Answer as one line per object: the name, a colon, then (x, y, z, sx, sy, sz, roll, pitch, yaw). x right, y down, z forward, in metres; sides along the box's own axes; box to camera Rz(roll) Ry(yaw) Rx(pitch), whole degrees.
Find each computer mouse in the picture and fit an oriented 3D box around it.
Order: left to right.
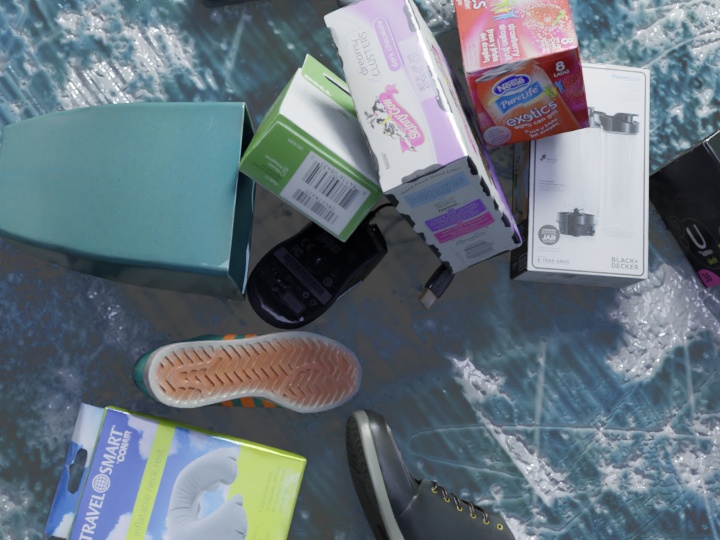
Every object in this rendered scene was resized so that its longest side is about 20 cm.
computer mouse: (0.000, 0.000, 0.982, 0.140, 0.046, 0.200, 40, 67, 4)

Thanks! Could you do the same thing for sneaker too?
sneaker: (-0.098, 0.084, 0.944, 0.199, 0.080, 0.072, 5, 89, -28)
sneaker: (0.062, 0.201, 0.949, 0.106, 0.075, 0.201, -21, 93, -15)

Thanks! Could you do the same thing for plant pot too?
plant pot: (-0.195, -0.062, 0.919, 0.199, 0.141, 0.142, 5, 80, 0)

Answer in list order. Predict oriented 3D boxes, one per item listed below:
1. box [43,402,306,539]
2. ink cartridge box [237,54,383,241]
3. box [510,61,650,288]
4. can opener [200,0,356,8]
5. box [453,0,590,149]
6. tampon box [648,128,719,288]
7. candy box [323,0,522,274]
box: (-0.157, 0.192, 0.927, 0.199, 0.048, 0.122, 15, 79, -6)
ink cartridge box: (-0.031, -0.109, 0.926, 0.104, 0.200, 0.059, 35, 111, -12)
box: (0.203, -0.089, 1.014, 0.116, 0.060, 0.201, 3, 81, -7)
can opener: (-0.051, -0.267, 1.012, 0.199, 0.053, 0.067, -7, 83, -9)
box: (0.134, -0.217, 0.955, 0.095, 0.100, 0.201, -12, 53, 11)
tampon box: (0.389, -0.094, 0.994, 0.200, 0.150, 0.126, -31, 86, -11)
candy box: (0.056, -0.111, 0.903, 0.071, 0.200, 0.168, -23, 66, 12)
